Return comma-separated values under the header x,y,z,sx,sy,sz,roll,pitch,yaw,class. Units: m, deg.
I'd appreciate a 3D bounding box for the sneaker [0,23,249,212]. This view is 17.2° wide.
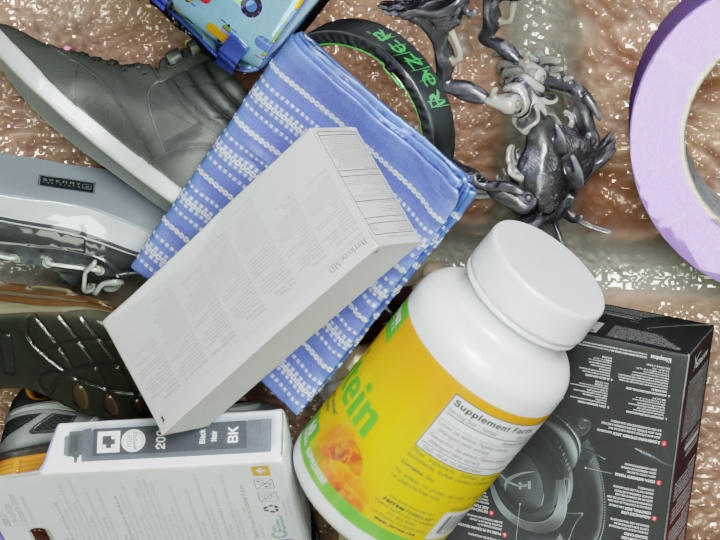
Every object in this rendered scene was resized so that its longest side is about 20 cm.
x,y,z,sx,sy,sz,roll,pitch,yaw,class
-0.143,-0.117,1.507,0.199,0.071,0.099,37,81,13,sneaker

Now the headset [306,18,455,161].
x,y,z,sx,sy,sz,roll,pitch,yaw,class
-0.027,-0.062,1.438,0.124,0.094,0.200,48,134,7,headset

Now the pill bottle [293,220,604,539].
x,y,z,sx,sy,sz,roll,pitch,yaw,class
0.056,0.070,1.433,0.111,0.111,0.200,36,115,-4,pill bottle

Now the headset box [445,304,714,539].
x,y,z,sx,sy,sz,roll,pitch,yaw,class
0.135,0.124,1.517,0.148,0.077,0.202,10,108,19,headset box

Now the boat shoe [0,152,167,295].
x,y,z,sx,sy,sz,roll,pitch,yaw,class
-0.174,-0.020,1.526,0.197,0.074,0.069,9,122,-10,boat shoe

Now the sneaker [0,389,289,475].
x,y,z,sx,sy,sz,roll,pitch,yaw,class
-0.145,0.102,1.558,0.198,0.078,0.078,-6,149,4,sneaker

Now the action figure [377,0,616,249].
x,y,z,sx,sy,sz,roll,pitch,yaw,class
0.087,-0.098,1.456,0.119,0.102,0.201,-39,122,-25,action figure

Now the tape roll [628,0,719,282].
x,y,z,sx,sy,sz,roll,pitch,yaw,class
0.264,-0.088,1.466,0.198,0.066,0.202,1,105,5,tape roll

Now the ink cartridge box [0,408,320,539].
x,y,z,sx,sy,sz,roll,pitch,yaw,class
-0.131,0.159,1.531,0.198,0.044,0.199,-4,146,5,ink cartridge box

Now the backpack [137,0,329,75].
x,y,z,sx,sy,sz,roll,pitch,yaw,class
-0.085,-0.240,1.425,0.200,0.135,0.183,43,104,-2,backpack

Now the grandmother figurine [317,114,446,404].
x,y,z,sx,sy,sz,roll,pitch,yaw,class
0.000,0.000,1.526,0.120,0.060,0.202,14,112,31,grandmother figurine

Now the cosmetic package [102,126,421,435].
x,y,z,sx,sy,sz,roll,pitch,yaw,class
-0.060,0.008,1.391,0.200,0.050,0.083,-40,69,31,cosmetic package

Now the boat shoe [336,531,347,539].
x,y,z,sx,sy,sz,roll,pitch,yaw,class
0.031,0.199,1.568,0.064,0.071,0.202,-7,115,16,boat shoe

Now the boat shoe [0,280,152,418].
x,y,z,sx,sy,sz,roll,pitch,yaw,class
-0.194,0.040,1.539,0.198,0.074,0.076,9,118,14,boat shoe

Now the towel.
x,y,z,sx,sy,sz,roll,pitch,yaw,class
-0.037,-0.026,1.415,0.145,0.024,0.200,41,119,6,towel
